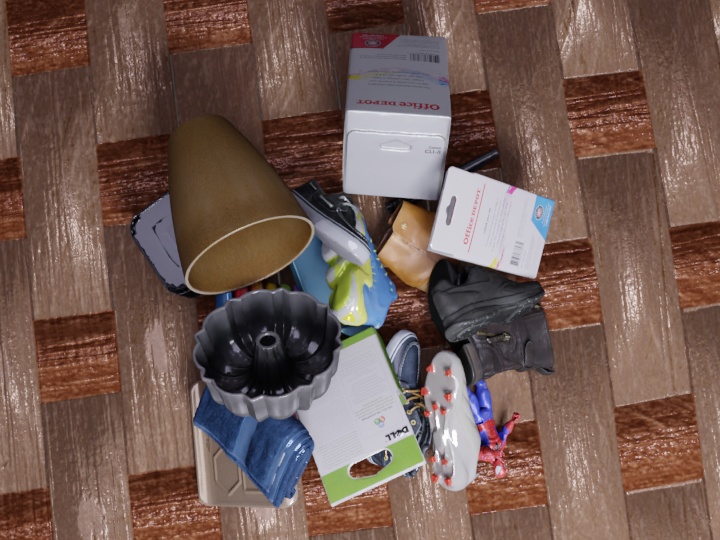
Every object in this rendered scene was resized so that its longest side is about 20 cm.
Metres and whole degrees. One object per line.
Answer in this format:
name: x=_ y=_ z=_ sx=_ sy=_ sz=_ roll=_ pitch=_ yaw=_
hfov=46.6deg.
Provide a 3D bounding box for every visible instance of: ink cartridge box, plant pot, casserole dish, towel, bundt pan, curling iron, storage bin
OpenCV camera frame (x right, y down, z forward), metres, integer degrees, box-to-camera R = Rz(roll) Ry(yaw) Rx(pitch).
ink cartridge box: x=-0.005 y=0.205 z=1.156 sx=0.146 sy=0.076 sz=0.203 roll=-24 pitch=67 yaw=4
plant pot: x=-0.183 y=-0.104 z=1.133 sx=0.184 sy=0.187 sz=0.203 roll=-25 pitch=72 yaw=-2
casserole dish: x=-0.046 y=0.011 z=1.238 sx=0.119 sy=0.039 sz=0.203 roll=-10 pitch=67 yaw=-33
towel: x=-0.148 y=0.214 z=1.135 sx=0.199 sy=0.048 sz=0.113 roll=37 pitch=111 yaw=36
bundt pan: x=-0.119 y=0.119 z=1.109 sx=0.197 sy=0.077 sz=0.204 roll=-1 pitch=40 yaw=1
curling iron: x=0.126 y=-0.132 z=1.279 sx=0.197 sy=0.050 sz=0.026 roll=-27 pitch=96 yaw=-5
ink cartridge box: x=0.167 y=-0.067 z=1.163 sx=0.197 sy=0.067 sz=0.117 roll=14 pitch=91 yaw=-33
ink cartridge box: x=0.050 y=-0.221 z=1.192 sx=0.142 sy=0.146 sz=0.202 roll=4 pitch=45 yaw=0
storage bin: x=-0.226 y=-0.066 z=1.252 sx=0.199 sy=0.094 sz=0.136 roll=-36 pitch=85 yaw=-2

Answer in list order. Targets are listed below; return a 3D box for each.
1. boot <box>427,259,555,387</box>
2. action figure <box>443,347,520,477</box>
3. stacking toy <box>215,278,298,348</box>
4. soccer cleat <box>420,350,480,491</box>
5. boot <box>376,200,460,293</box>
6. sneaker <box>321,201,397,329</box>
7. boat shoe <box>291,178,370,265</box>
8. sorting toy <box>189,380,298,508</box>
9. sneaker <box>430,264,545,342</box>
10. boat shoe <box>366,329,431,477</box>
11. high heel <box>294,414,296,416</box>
boot: x=0.198 y=0.071 z=1.234 sx=0.171 sy=0.069 sz=0.204 roll=-11 pitch=81 yaw=-29
action figure: x=0.189 y=0.204 z=1.220 sx=0.064 sy=0.099 sz=0.204 roll=-14 pitch=87 yaw=-27
stacking toy: x=-0.116 y=0.060 z=1.244 sx=0.196 sy=0.116 sz=0.112 roll=-2 pitch=87 yaw=-11
soccer cleat: x=0.132 y=0.209 z=1.183 sx=0.077 sy=0.069 sz=0.204 roll=-10 pitch=101 yaw=-40
boot: x=0.122 y=-0.066 z=1.244 sx=0.143 sy=0.071 sz=0.203 roll=35 pitch=93 yaw=-16
sneaker: x=0.000 y=0.000 z=1.214 sx=0.075 sy=0.104 sz=0.203 roll=-27 pitch=47 yaw=35
boat shoe: x=-0.040 y=-0.079 z=1.166 sx=0.071 sy=0.072 sz=0.200 roll=-45 pitch=46 yaw=-6
sorting toy: x=-0.168 y=0.244 z=1.207 sx=0.198 sy=0.036 sz=0.189 roll=-13 pitch=80 yaw=40
sneaker: x=0.179 y=0.031 z=1.158 sx=0.198 sy=0.076 sz=0.092 roll=-10 pitch=64 yaw=-41
boat shoe: x=0.070 y=0.195 z=1.220 sx=0.090 sy=0.070 sz=0.204 roll=14 pitch=91 yaw=44
high heel: x=-0.112 y=0.237 z=1.253 sx=0.199 sy=0.067 sz=0.096 roll=-41 pitch=56 yaw=1
